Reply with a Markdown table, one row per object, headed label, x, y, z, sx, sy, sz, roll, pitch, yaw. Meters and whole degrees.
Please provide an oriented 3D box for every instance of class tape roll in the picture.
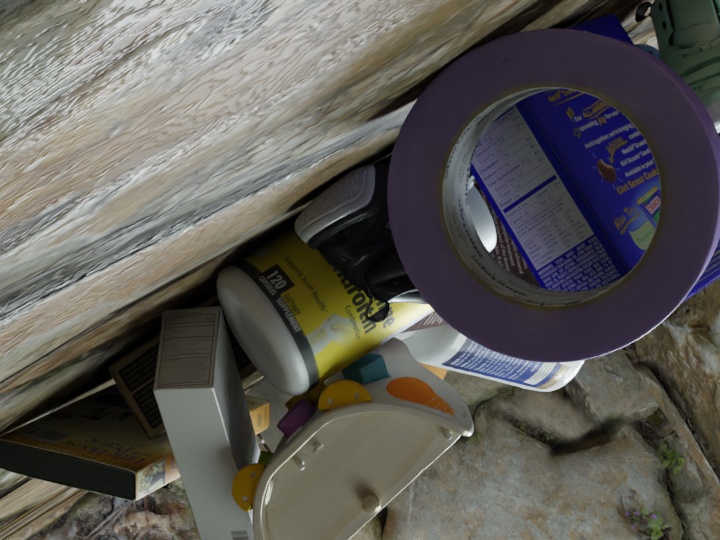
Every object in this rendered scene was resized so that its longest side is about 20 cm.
| label | x | y | z | sx | sy | sz | roll | pitch | yaw |
| --- | --- | --- | --- | --- | --- | --- | --- | --- | --- |
| tape roll | 0.122 | -0.047 | 1.184 | 0.200 | 0.200 | 0.085 | -34 | 177 | 14 |

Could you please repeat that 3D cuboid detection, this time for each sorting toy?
| label | x | y | z | sx | sy | sz | roll | pitch | yaw |
| --- | --- | --- | --- | --- | --- | --- | --- | --- | --- |
| sorting toy | -0.018 | 0.124 | 1.516 | 0.200 | 0.107 | 0.180 | -45 | -166 | 16 |

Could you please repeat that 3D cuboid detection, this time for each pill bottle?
| label | x | y | z | sx | sy | sz | roll | pitch | yaw |
| --- | --- | --- | --- | --- | --- | --- | --- | --- | --- |
| pill bottle | 0.100 | 0.037 | 1.727 | 0.200 | 0.111 | 0.111 | 15 | 147 | -31 |
| pill bottle | 0.000 | 0.000 | 1.457 | 0.200 | 0.112 | 0.112 | -32 | 177 | -17 |

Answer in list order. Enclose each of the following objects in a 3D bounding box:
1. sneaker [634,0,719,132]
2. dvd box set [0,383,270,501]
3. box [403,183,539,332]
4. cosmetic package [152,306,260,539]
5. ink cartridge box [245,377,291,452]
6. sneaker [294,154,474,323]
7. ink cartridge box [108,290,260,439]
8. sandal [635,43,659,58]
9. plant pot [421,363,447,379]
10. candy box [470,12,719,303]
| label | x | y | z | sx | sy | sz | roll | pitch | yaw |
| --- | --- | --- | --- | --- | --- | --- | --- | --- | --- |
| sneaker | 0.247 | -0.160 | 1.418 | 0.074 | 0.118 | 0.200 | -17 | -172 | 4 |
| dvd box set | -0.190 | 0.138 | 1.634 | 0.146 | 0.029 | 0.200 | 9 | -163 | 28 |
| box | 0.080 | -0.013 | 1.572 | 0.200 | 0.100 | 0.075 | -10 | 166 | -11 |
| cosmetic package | -0.116 | 0.125 | 1.497 | 0.051 | 0.083 | 0.200 | -3 | 136 | 7 |
| ink cartridge box | -0.044 | 0.133 | 1.728 | 0.050 | 0.109 | 0.200 | -32 | 178 | -22 |
| sneaker | 0.059 | -0.043 | 1.382 | 0.200 | 0.114 | 0.075 | -32 | 177 | -17 |
| ink cartridge box | -0.090 | 0.048 | 1.616 | 0.165 | 0.075 | 0.200 | -33 | 178 | 29 |
| sandal | 0.186 | -0.134 | 1.614 | 0.200 | 0.080 | 0.087 | -33 | 173 | -24 |
| plant pot | 0.011 | 0.053 | 1.838 | 0.140 | 0.200 | 0.200 | -50 | 178 | -5 |
| candy box | 0.163 | -0.063 | 1.311 | 0.077 | 0.200 | 0.169 | -34 | 174 | 39 |
